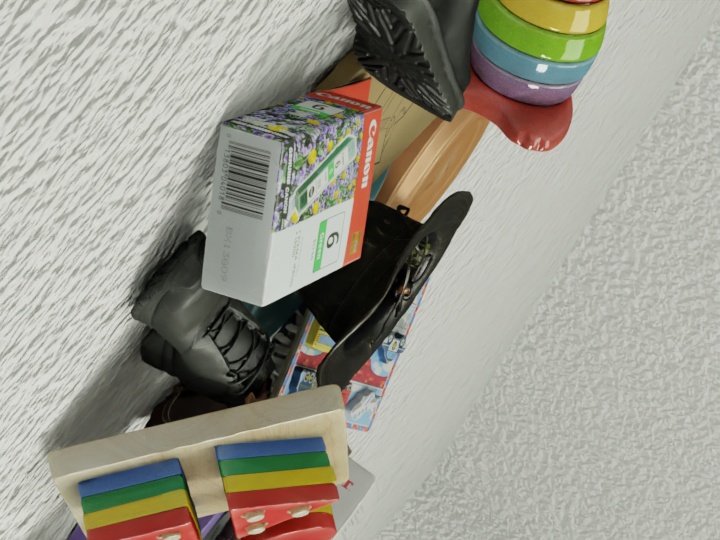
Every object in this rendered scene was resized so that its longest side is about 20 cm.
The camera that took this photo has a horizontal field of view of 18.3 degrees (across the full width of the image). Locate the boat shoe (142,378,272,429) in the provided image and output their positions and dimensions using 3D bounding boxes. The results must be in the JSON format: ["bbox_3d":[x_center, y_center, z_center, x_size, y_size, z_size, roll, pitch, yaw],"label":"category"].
[{"bbox_3d":[-0.116,0.107,1.741,0.070,0.070,0.200,-60,177,11],"label":"boat shoe"}]

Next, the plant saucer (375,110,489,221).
[{"bbox_3d":[0.065,-0.097,2.028,0.200,0.032,0.200,-52,170,-12],"label":"plant saucer"}]

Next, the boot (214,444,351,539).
[{"bbox_3d":[-0.069,0.207,1.847,0.200,0.064,0.186,-55,172,-6],"label":"boot"}]

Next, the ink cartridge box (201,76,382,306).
[{"bbox_3d":[-0.028,-0.056,1.448,0.200,0.050,0.109,-26,129,-59],"label":"ink cartridge box"}]

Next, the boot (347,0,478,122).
[{"bbox_3d":[0.069,-0.197,1.456,0.158,0.079,0.211,-52,165,-12],"label":"boot"}]

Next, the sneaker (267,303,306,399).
[{"bbox_3d":[-0.048,0.054,1.905,0.200,0.081,0.147,-42,155,-29],"label":"sneaker"}]

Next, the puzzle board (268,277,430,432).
[{"bbox_3d":[-0.003,0.057,1.860,0.151,0.017,0.200,-67,156,1],"label":"puzzle board"}]

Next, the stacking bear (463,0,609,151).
[{"bbox_3d":[0.151,-0.217,1.793,0.114,0.121,0.200,-40,156,-51],"label":"stacking bear"}]

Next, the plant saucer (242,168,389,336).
[{"bbox_3d":[-0.043,-0.023,1.752,0.200,0.027,0.200,-52,171,-12],"label":"plant saucer"}]

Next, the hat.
[{"bbox_3d":[0.000,0.000,1.716,0.201,0.081,0.201,-52,172,-10],"label":"hat"}]

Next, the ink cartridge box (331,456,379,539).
[{"bbox_3d":[-0.096,0.237,2.072,0.200,0.147,0.145,-52,171,-9],"label":"ink cartridge box"}]

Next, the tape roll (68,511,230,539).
[{"bbox_3d":[-0.167,0.218,1.835,0.200,0.085,0.200,-52,170,-13],"label":"tape roll"}]

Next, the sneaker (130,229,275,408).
[{"bbox_3d":[-0.097,0.037,1.490,0.076,0.091,0.200,-51,170,-13],"label":"sneaker"}]

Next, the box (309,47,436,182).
[{"bbox_3d":[0.017,-0.125,1.619,0.200,0.021,0.164,-48,160,-37],"label":"box"}]

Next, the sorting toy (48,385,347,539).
[{"bbox_3d":[-0.102,0.162,1.569,0.199,0.070,0.200,-13,161,-4],"label":"sorting toy"}]
